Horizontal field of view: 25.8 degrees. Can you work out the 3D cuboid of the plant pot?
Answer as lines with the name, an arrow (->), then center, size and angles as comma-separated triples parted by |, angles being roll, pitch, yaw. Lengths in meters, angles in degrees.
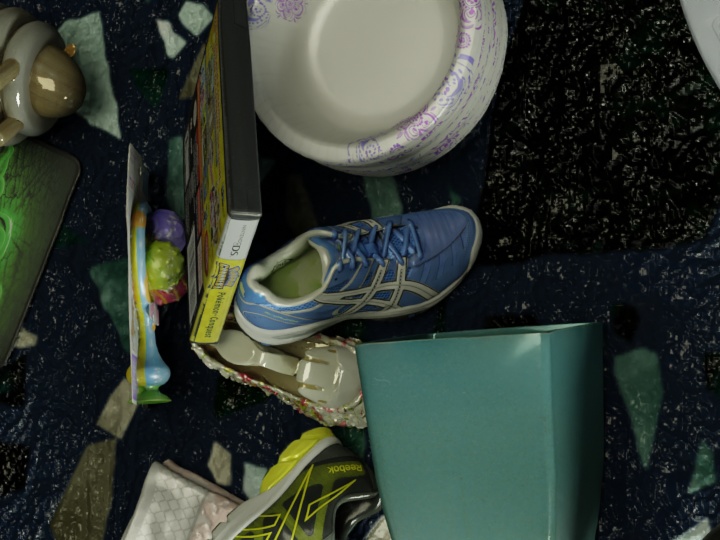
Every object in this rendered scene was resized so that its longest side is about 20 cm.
plant pot -> 0.092, 0.143, 1.107 | 0.140, 0.141, 0.202 | -4, 89, 24

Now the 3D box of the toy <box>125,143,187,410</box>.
toy -> -0.161, 0.009, 1.264 | 0.047, 0.115, 0.202 | 2, 82, -1

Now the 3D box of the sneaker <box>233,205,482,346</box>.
sneaker -> 0.000, 0.000, 1.174 | 0.199, 0.077, 0.076 | -22, 70, -6

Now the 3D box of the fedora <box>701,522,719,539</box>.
fedora -> 0.224, 0.241, 1.005 | 0.200, 0.091, 0.202 | -37, 48, 55

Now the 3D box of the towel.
towel -> -0.126, 0.277, 1.247 | 0.190, 0.032, 0.201 | 26, 96, 25

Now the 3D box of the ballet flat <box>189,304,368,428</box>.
ballet flat -> -0.050, 0.076, 1.219 | 0.199, 0.064, 0.076 | 13, 88, 25

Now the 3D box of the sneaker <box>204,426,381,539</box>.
sneaker -> -0.058, 0.208, 1.166 | 0.084, 0.075, 0.200 | 27, 69, 25

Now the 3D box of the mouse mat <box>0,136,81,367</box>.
mouse mat -> -0.340, -0.032, 1.399 | 0.160, 0.008, 0.201 | 23, 94, 26

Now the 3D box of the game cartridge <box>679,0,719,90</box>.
game cartridge -> 0.303, -0.176, 1.103 | 0.133, 0.041, 0.201 | -30, 72, 23

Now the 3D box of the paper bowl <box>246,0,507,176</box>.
paper bowl -> 0.015, -0.171, 1.197 | 0.199, 0.104, 0.202 | -3, 83, 25

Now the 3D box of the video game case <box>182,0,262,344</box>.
video game case -> -0.107, -0.075, 1.188 | 0.025, 0.181, 0.201 | 3, 57, -14

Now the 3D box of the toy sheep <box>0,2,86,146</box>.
toy sheep -> -0.324, -0.166, 1.339 | 0.198, 0.138, 0.139 | 13, 89, 14
